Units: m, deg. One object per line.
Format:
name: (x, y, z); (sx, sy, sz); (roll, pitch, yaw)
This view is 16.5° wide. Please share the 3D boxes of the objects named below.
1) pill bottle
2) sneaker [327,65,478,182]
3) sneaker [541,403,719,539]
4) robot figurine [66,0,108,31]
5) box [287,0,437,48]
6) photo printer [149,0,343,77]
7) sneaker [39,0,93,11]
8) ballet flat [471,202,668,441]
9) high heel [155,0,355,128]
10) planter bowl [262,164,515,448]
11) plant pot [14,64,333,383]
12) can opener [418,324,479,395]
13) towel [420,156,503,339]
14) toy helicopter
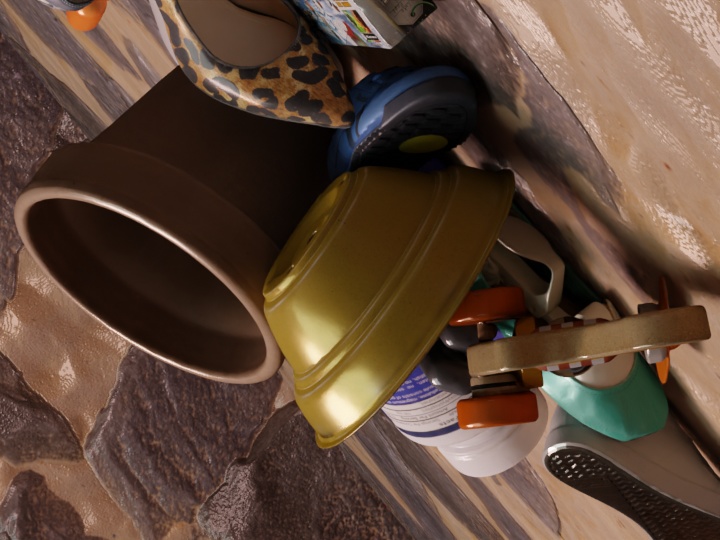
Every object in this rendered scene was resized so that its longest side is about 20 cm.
pill bottle: (0.056, 0.062, 1.866); (0.200, 0.120, 0.120); (51, 173, -36)
sneaker: (0.020, -0.099, 1.503); (0.200, 0.066, 0.079); (131, 136, -70)
sneaker: (0.210, 0.132, 1.629); (0.200, 0.085, 0.073); (36, 139, -24)
robot figurine: (-0.197, -0.256, 1.744); (0.117, 0.144, 0.200); (34, 168, -4)
box: (-0.036, -0.194, 1.434); (0.137, 0.040, 0.200); (50, 173, -15)
photo printer: (-0.080, -0.152, 1.775); (0.166, 0.069, 0.200); (47, 172, 11)
sneaker: (-0.183, -0.257, 1.575); (0.086, 0.078, 0.200); (24, 124, 42)
ballet flat: (0.121, 0.026, 1.557); (0.200, 0.067, 0.070); (46, 156, 8)
high heel: (-0.078, -0.170, 1.440); (0.200, 0.071, 0.143); (38, 154, 16)
planter bowl: (0.000, 0.000, 1.470); (0.083, 0.201, 0.200); (35, 175, -9)
plant pot: (-0.095, -0.052, 1.600); (0.200, 0.175, 0.200); (26, 154, 14)
can opener: (0.067, 0.042, 1.606); (0.067, 0.053, 0.200); (17, -172, -9)
towel: (0.061, -0.028, 1.698); (0.200, 0.050, 0.148); (51, 165, -11)
toy helicopter: (0.141, 0.040, 1.388); (0.200, 0.132, 0.079); (165, 100, -66)
